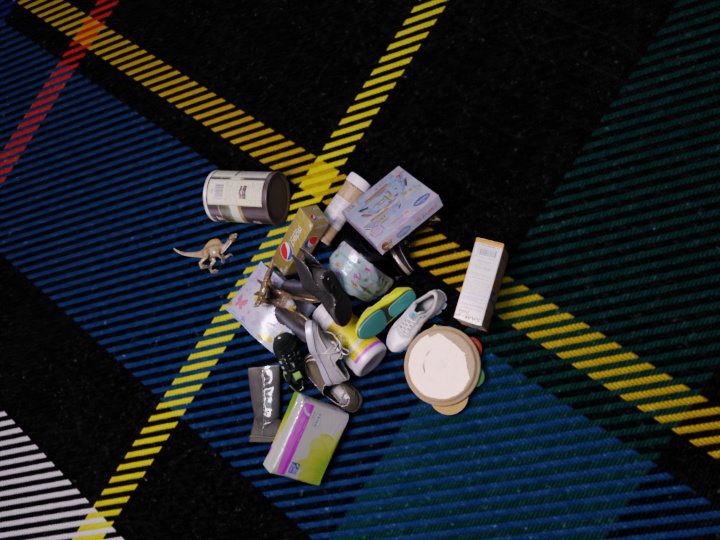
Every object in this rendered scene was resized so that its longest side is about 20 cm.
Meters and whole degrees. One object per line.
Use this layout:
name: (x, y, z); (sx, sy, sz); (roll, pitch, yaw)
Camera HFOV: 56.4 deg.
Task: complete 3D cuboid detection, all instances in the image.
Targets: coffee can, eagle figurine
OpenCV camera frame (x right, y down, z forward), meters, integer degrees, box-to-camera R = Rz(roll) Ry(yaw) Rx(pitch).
coffee can: (-0.315, -0.205, 1.870); (0.198, 0.146, 0.148); (5, 80, 21)
eagle figurine: (-0.163, 0.082, 1.672); (0.152, 0.199, 0.152); (-50, 29, 38)

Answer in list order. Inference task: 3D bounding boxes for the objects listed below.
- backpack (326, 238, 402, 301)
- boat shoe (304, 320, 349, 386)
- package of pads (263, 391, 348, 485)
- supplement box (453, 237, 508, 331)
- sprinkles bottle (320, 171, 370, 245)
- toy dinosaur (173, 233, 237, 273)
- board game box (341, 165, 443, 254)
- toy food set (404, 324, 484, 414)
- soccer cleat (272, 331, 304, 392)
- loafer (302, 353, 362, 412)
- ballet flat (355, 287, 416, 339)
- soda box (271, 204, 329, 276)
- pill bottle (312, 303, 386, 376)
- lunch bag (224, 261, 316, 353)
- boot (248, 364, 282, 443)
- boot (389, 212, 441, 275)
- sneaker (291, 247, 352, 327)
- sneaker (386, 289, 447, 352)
backpack: (0.000, 0.000, 1.686); (0.166, 0.200, 0.127); (33, 93, 22)
boat shoe: (-0.068, 0.197, 1.622); (0.085, 0.203, 0.075); (-13, 31, 11)
package of pads: (-0.130, 0.421, 1.673); (0.068, 0.154, 0.202); (20, 85, 60)
supplement box: (0.294, 0.036, 1.617); (0.073, 0.126, 0.202); (15, 85, 20)
sprinkles bottle: (-0.054, -0.166, 1.812); (0.068, 0.068, 0.201); (36, 92, 22)
toy dinosaur: (-0.437, -0.045, 1.939); (0.198, 0.058, 0.102); (-16, 59, 8)
board game box: (0.077, -0.157, 1.706); (0.199, 0.041, 0.200); (-38, 41, -4)
toy food set: (0.205, 0.234, 1.648); (0.199, 0.049, 0.199); (35, 91, 23)
soccer cleat: (-0.174, 0.233, 1.709); (0.067, 0.201, 0.081); (-24, 49, -14)
loafer: (-0.077, 0.282, 1.724); (0.199, 0.070, 0.075); (38, 92, 22)
ballet flat: (0.053, 0.103, 1.690); (0.199, 0.067, 0.067); (-35, 34, -24)
soda box: (-0.160, -0.079, 1.782); (0.068, 0.064, 0.201); (52, 130, 22)
pill bottle: (-0.033, 0.167, 1.715); (0.104, 0.104, 0.200); (-47, 69, 4)
lunch bag: (-0.231, 0.106, 1.789); (0.200, 0.127, 0.170); (37, 90, 32)
boot: (-0.220, 0.351, 1.769); (0.180, 0.073, 0.202); (-3, 71, 17)
boot: (0.137, -0.104, 1.731); (0.150, 0.073, 0.201); (-27, 63, 13)
sneaker: (-0.092, 0.042, 1.608); (0.104, 0.201, 0.060); (17, 50, 44)
sneaker: (0.130, 0.121, 1.678); (0.075, 0.087, 0.200); (42, 95, 20)
